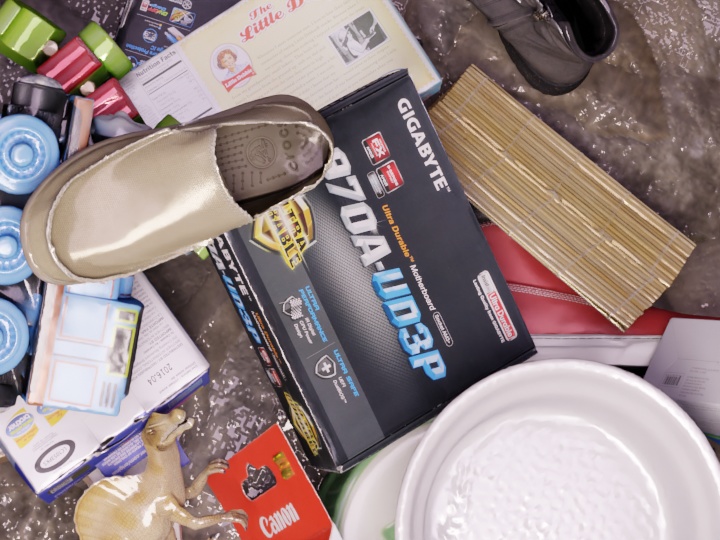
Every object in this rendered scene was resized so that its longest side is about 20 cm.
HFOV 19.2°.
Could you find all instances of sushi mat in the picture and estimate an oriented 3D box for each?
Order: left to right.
[{"bbox_3d":[0.123,-0.049,1.396,0.200,0.012,0.096,40,51,9],"label":"sushi mat"}]

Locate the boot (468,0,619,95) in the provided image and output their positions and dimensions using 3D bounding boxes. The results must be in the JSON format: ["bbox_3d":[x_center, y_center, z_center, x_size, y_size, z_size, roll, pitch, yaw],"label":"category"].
[{"bbox_3d":[0.096,-0.210,1.411,0.200,0.132,0.070,44,81,4],"label":"boot"}]

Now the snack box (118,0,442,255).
[{"bbox_3d":[-0.061,-0.113,1.369,0.199,0.037,0.117,-33,85,-6],"label":"snack box"}]

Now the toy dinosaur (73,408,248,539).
[{"bbox_3d":[-0.136,0.173,1.331,0.101,0.058,0.201,23,103,-19],"label":"toy dinosaur"}]

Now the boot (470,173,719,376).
[{"bbox_3d":[0.150,-0.003,1.414,0.198,0.072,0.145,2,79,0],"label":"boot"}]

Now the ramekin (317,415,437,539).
[{"bbox_3d":[0.064,0.182,1.361,0.198,0.098,0.202,1,81,-4],"label":"ramekin"}]

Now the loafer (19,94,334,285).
[{"bbox_3d":[-0.099,-0.050,1.206,0.199,0.068,0.076,-27,103,-22],"label":"loafer"}]

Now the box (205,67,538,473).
[{"bbox_3d":[0.000,0.000,1.313,0.158,0.046,0.201,-29,100,-22],"label":"box"}]

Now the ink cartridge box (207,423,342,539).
[{"bbox_3d":[-0.046,0.209,1.317,0.047,0.160,0.201,-24,83,-26],"label":"ink cartridge box"}]

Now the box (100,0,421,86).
[{"bbox_3d":[-0.075,-0.107,1.418,0.199,0.046,0.160,17,81,0],"label":"box"}]

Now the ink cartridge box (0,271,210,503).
[{"bbox_3d":[-0.186,0.052,1.342,0.136,0.076,0.200,-36,83,-8],"label":"ink cartridge box"}]

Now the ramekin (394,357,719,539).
[{"bbox_3d":[0.116,0.158,1.269,0.199,0.098,0.202,1,80,-4],"label":"ramekin"}]

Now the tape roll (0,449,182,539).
[{"bbox_3d":[-0.215,0.170,1.377,0.201,0.037,0.204,1,80,-3],"label":"tape roll"}]

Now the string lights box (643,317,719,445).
[{"bbox_3d":[0.286,0.103,1.352,0.199,0.103,0.059,31,78,-23],"label":"string lights box"}]

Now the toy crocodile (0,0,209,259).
[{"bbox_3d":[-0.152,-0.090,1.313,0.067,0.062,0.200,-40,86,-3],"label":"toy crocodile"}]

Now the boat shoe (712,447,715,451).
[{"bbox_3d":[0.198,0.126,1.377,0.200,0.072,0.068,42,115,-8],"label":"boat shoe"}]

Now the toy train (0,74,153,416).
[{"bbox_3d":[-0.179,-0.011,1.255,0.113,0.087,0.202,9,92,-16],"label":"toy train"}]
